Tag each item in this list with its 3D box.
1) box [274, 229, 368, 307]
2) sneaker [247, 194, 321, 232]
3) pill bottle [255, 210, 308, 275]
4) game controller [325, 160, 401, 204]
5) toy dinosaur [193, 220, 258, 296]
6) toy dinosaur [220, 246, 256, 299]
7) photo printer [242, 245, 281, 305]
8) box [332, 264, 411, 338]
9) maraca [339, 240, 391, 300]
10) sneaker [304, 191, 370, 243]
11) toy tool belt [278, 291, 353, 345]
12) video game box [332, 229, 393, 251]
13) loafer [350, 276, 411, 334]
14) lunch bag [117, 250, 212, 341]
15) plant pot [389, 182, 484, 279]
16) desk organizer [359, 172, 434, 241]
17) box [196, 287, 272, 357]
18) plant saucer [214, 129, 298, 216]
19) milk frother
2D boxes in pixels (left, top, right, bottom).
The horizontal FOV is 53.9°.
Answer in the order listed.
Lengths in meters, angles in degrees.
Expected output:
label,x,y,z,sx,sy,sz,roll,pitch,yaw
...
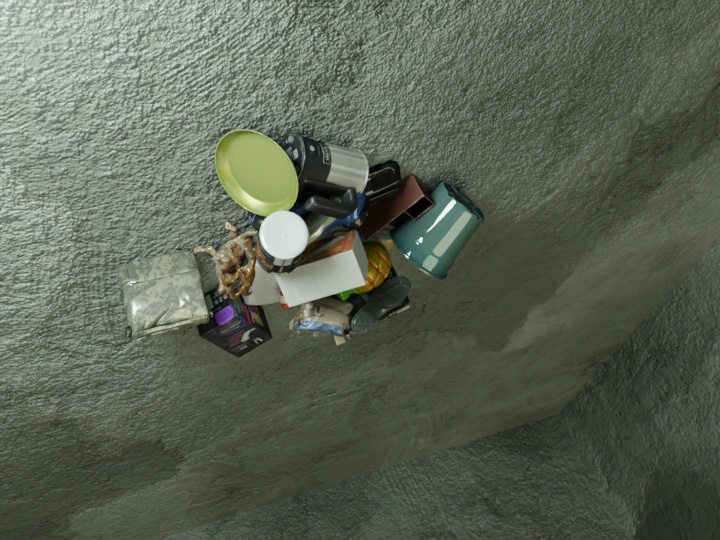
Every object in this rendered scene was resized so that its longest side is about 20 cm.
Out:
label,x,y,z,sx,sy,sz,roll,pitch,yaw
box,-0.090,-0.006,1.700,0.198,0.125,0.098,-16,114,12
sneaker,-0.175,-0.146,1.670,0.199,0.078,0.070,-29,154,-39
pill bottle,-0.175,-0.051,1.551,0.105,0.107,0.200,-17,169,-15
game controller,0.010,-0.203,1.753,0.198,0.042,0.105,-23,134,-7
toy dinosaur,-0.302,-0.041,1.705,0.200,0.086,0.135,-42,145,17
toy dinosaur,-0.277,0.030,1.695,0.106,0.060,0.201,-30,155,-34
photo printer,-0.226,0.013,1.850,0.165,0.070,0.201,-10,144,-25
box,0.019,0.071,1.942,0.199,0.159,0.050,-25,160,0
maraca,0.000,0.000,1.859,0.199,0.107,0.138,-24,108,-30
sneaker,-0.054,-0.117,1.691,0.200,0.077,0.111,-50,132,-11
toy tool belt,-0.122,0.128,1.847,0.198,0.125,0.124,9,92,-20
video game box,-0.019,-0.030,1.965,0.181,0.047,0.201,-7,143,-32
loafer,0.048,0.088,1.874,0.200,0.072,0.063,-41,-179,-11
lunch bag,-0.462,0.068,1.662,0.198,0.169,0.140,-12,145,-22
plant pot,0.215,-0.115,1.891,0.199,0.201,0.196,17,120,-48
desk organizer,0.088,-0.151,1.836,0.199,0.077,0.072,-37,147,16
box,-0.344,0.138,1.907,0.122,0.107,0.200,-29,149,8
plant saucer,-0.212,-0.207,1.477,0.031,0.199,0.201,-55,174,-46
milk frother,-0.114,-0.192,1.586,0.187,0.183,0.199,7,168,-41
